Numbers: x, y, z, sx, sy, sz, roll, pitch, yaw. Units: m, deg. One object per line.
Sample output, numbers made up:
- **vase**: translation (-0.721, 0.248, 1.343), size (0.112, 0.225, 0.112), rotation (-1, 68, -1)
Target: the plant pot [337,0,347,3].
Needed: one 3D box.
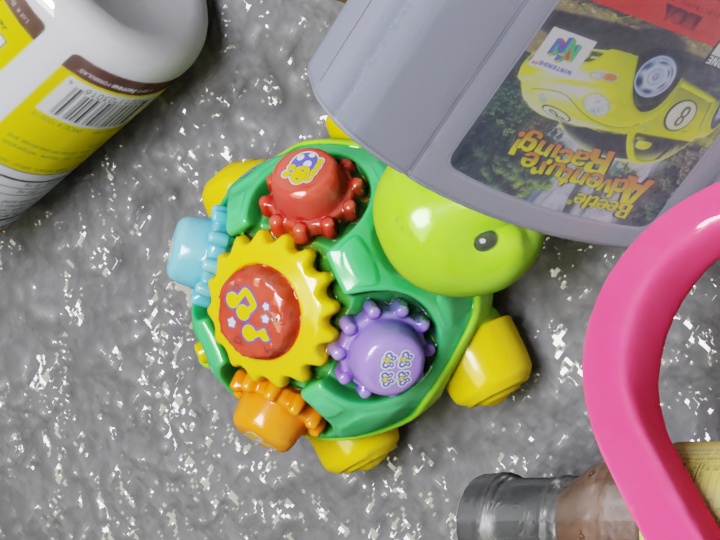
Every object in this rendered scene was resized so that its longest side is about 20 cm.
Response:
- **plant pot**: translation (0.013, -0.169, 0.824), size (0.186, 0.200, 0.187), rotation (7, 104, 32)

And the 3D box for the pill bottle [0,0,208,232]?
- **pill bottle**: translation (-0.168, -0.083, 1.017), size (0.200, 0.109, 0.109), rotation (-36, 79, 33)

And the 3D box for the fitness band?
- **fitness band**: translation (0.152, 0.046, 0.770), size (0.144, 0.037, 0.200), rotation (-42, 45, 18)

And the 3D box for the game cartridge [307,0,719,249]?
- **game cartridge**: translation (0.088, -0.072, 0.802), size (0.133, 0.200, 0.041), rotation (-54, 38, 32)

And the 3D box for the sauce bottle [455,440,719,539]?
- **sauce bottle**: translation (0.126, 0.094, 0.834), size (0.200, 0.065, 0.065), rotation (-5, 97, 41)

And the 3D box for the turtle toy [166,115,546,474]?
- **turtle toy**: translation (0.000, 0.000, 0.925), size (0.200, 0.101, 0.146), rotation (-30, 83, 34)
